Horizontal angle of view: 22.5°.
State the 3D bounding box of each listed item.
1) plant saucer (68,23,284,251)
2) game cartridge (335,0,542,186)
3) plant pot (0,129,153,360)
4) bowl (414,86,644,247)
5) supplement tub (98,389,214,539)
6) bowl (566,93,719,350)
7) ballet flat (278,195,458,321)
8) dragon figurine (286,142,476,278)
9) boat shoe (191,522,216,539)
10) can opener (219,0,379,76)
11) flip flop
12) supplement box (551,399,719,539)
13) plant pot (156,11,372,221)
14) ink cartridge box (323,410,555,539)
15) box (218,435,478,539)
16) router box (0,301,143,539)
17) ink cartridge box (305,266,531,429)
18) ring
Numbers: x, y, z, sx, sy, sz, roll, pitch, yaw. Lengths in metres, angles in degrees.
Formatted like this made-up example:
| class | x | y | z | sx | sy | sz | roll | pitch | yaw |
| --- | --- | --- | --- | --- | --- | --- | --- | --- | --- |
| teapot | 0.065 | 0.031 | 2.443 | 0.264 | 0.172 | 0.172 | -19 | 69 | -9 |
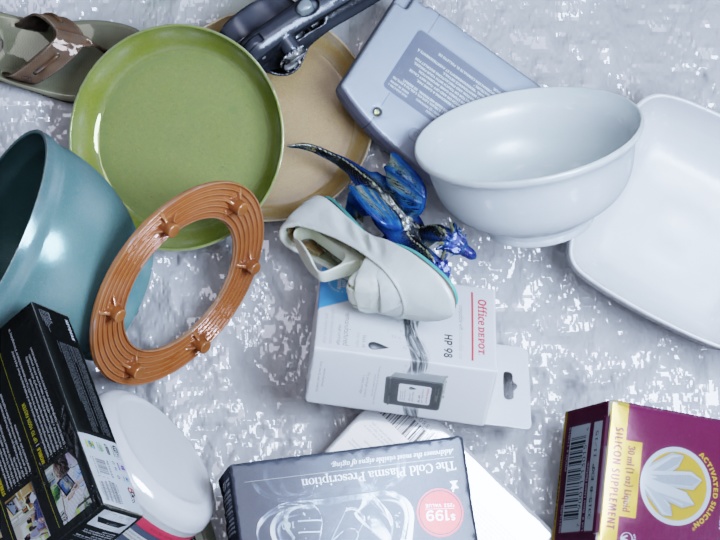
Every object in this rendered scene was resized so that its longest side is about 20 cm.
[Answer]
| class | x | y | z | sx | sy | sz | roll | pitch | yaw |
| --- | --- | --- | --- | --- | --- | --- | --- | --- | --- |
| plant saucer | -0.161 | -0.117 | 1.609 | 0.199 | 0.031 | 0.201 | 0 | 91 | 12 |
| game cartridge | 0.082 | -0.146 | 1.652 | 0.200 | 0.042 | 0.133 | 35 | 80 | -8 |
| plant pot | -0.262 | -0.002 | 1.546 | 0.134 | 0.200 | 0.201 | 26 | 76 | -26 |
| bowl | 0.151 | -0.081 | 1.565 | 0.200 | 0.201 | 0.091 | -15 | 116 | -7 |
| supplement tub | -0.232 | 0.207 | 1.489 | 0.200 | 0.140 | 0.141 | -40 | 84 | 14 |
| bowl | 0.297 | -0.040 | 1.644 | 0.199 | 0.075 | 0.201 | 28 | 79 | 1 |
| ballet flat | 0.000 | 0.000 | 1.550 | 0.069 | 0.070 | 0.200 | -44 | 48 | -11 |
| dragon figurine | 0.024 | -0.061 | 1.588 | 0.059 | 0.099 | 0.200 | -39 | 84 | -15 |
| boat shoe | -0.150 | 0.257 | 1.549 | 0.067 | 0.072 | 0.201 | -17 | 80 | 2 |
| can opener | -0.029 | -0.243 | 1.637 | 0.199 | 0.063 | 0.079 | -31 | 82 | -10 |
| flip flop | -0.293 | -0.204 | 1.637 | 0.199 | 0.058 | 0.082 | 11 | 78 | -2 |
| supplement box | 0.278 | 0.195 | 1.561 | 0.199 | 0.103 | 0.132 | 10 | 77 | -16 |
| plant pot | -0.087 | -0.140 | 1.657 | 0.199 | 0.027 | 0.201 | 1 | 78 | -4 |
| ink cartridge box | 0.040 | 0.227 | 1.583 | 0.200 | 0.045 | 0.176 | 44 | 77 | 5 |
| box | -0.006 | 0.243 | 1.493 | 0.199 | 0.104 | 0.183 | -6 | 78 | -11 |
| router box | -0.265 | 0.147 | 1.412 | 0.149 | 0.051 | 0.201 | -38 | 55 | 18 |
| ink cartridge box | 0.056 | 0.067 | 1.578 | 0.199 | 0.067 | 0.116 | 7 | 38 | -3 |
| ring | -0.150 | 0.015 | 1.538 | 0.019 | 0.201 | 0.201 | 33 | 77 | 28 |
